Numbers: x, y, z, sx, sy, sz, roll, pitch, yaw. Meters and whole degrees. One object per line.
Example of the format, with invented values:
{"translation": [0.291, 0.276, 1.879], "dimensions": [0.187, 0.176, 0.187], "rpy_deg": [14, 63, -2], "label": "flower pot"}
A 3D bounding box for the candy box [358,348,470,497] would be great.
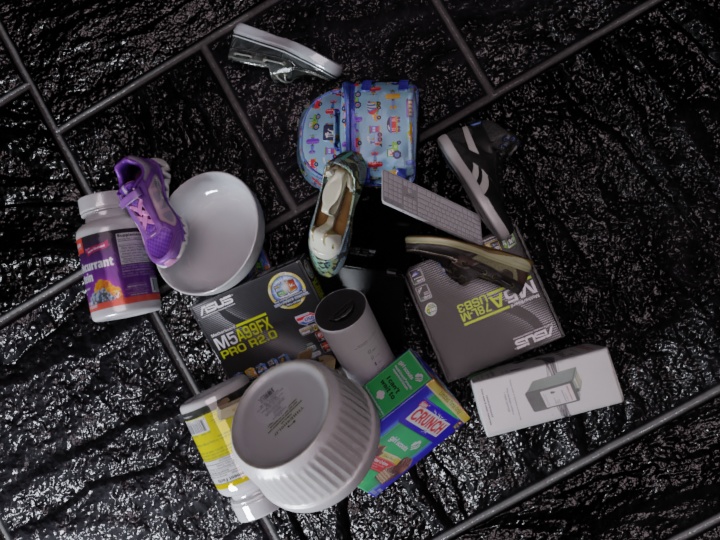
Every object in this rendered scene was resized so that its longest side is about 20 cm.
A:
{"translation": [0.047, 0.232, 1.095], "dimensions": [0.200, 0.169, 0.077], "rpy_deg": [-41, 49, 1], "label": "candy box"}

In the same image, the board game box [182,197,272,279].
{"translation": [-0.218, -0.043, 1.212], "dimensions": [0.103, 0.019, 0.200], "rpy_deg": [-24, 86, 7], "label": "board game box"}

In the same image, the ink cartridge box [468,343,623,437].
{"translation": [0.271, 0.175, 1.093], "dimensions": [0.200, 0.146, 0.084], "rpy_deg": [-16, 85, 4], "label": "ink cartridge box"}

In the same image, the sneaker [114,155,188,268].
{"translation": [-0.334, -0.098, 1.134], "dimensions": [0.080, 0.088, 0.200], "rpy_deg": [-27, 68, 16], "label": "sneaker"}

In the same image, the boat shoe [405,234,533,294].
{"translation": [0.160, -0.009, 1.089], "dimensions": [0.200, 0.073, 0.065], "rpy_deg": [12, 90, -6], "label": "boat shoe"}

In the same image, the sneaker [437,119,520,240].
{"translation": [0.212, -0.154, 1.130], "dimensions": [0.112, 0.073, 0.200], "rpy_deg": [-29, 71, 2], "label": "sneaker"}

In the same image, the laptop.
{"translation": [0.000, 0.000, 1.171], "dimensions": [0.187, 0.116, 0.200], "rpy_deg": [10, 61, 20], "label": "laptop"}

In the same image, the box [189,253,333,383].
{"translation": [-0.144, 0.084, 1.153], "dimensions": [0.200, 0.044, 0.160], "rpy_deg": [-22, 104, 13], "label": "box"}

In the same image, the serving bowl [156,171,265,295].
{"translation": [-0.231, -0.053, 1.158], "dimensions": [0.200, 0.066, 0.200], "rpy_deg": [-6, 74, 24], "label": "serving bowl"}

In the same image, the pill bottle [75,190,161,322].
{"translation": [-0.397, -0.024, 1.184], "dimensions": [0.111, 0.111, 0.200], "rpy_deg": [-13, 87, 5], "label": "pill bottle"}

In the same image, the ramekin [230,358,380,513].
{"translation": [-0.083, 0.217, 0.997], "dimensions": [0.200, 0.105, 0.200], "rpy_deg": [-19, 47, 22], "label": "ramekin"}

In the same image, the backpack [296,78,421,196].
{"translation": [-0.008, -0.209, 1.140], "dimensions": [0.200, 0.135, 0.183], "rpy_deg": [4, 89, 7], "label": "backpack"}

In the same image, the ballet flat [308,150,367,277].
{"translation": [-0.045, -0.078, 1.067], "dimensions": [0.074, 0.074, 0.200], "rpy_deg": [14, 109, 6], "label": "ballet flat"}

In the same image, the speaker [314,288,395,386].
{"translation": [0.002, 0.119, 1.095], "dimensions": [0.081, 0.200, 0.081], "rpy_deg": [-14, 44, 14], "label": "speaker"}

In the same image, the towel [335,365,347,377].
{"translation": [-0.096, 0.248, 1.183], "dimensions": [0.200, 0.034, 0.133], "rpy_deg": [-22, 87, 5], "label": "towel"}

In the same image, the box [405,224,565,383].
{"translation": [0.191, 0.053, 1.153], "dimensions": [0.200, 0.048, 0.193], "rpy_deg": [-22, 82, 5], "label": "box"}

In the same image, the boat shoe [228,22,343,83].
{"translation": [-0.125, -0.340, 1.195], "dimensions": [0.200, 0.072, 0.071], "rpy_deg": [24, 100, 16], "label": "boat shoe"}

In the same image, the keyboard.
{"translation": [0.110, -0.092, 1.092], "dimensions": [0.200, 0.011, 0.056], "rpy_deg": [21, 62, -32], "label": "keyboard"}

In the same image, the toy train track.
{"translation": [-0.128, 0.168, 1.091], "dimensions": [0.200, 0.115, 0.033], "rpy_deg": [-21, 45, -32], "label": "toy train track"}

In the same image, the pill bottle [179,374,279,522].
{"translation": [-0.185, 0.272, 1.117], "dimensions": [0.114, 0.114, 0.200], "rpy_deg": [-25, 91, 5], "label": "pill bottle"}
